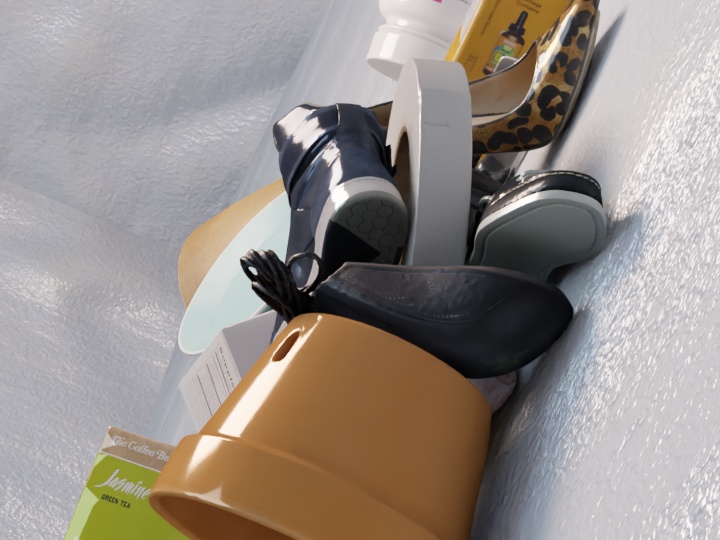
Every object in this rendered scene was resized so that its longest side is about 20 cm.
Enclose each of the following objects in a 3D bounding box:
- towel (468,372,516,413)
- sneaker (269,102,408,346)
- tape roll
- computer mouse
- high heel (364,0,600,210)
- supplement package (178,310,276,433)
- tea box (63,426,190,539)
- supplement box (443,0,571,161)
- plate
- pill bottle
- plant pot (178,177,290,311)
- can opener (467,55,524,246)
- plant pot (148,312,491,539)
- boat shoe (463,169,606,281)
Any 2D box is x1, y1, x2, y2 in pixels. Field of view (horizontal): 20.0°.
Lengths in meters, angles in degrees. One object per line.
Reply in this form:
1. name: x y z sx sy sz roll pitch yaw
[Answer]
1. towel: 0.037 0.103 1.398 0.200 0.032 0.191 -52 13 21
2. sneaker: -0.025 -0.019 1.388 0.147 0.076 0.203 -109 31 -46
3. tape roll: 0.042 -0.043 1.379 0.203 0.037 0.204 -175 90 -84
4. computer mouse: 0.032 0.036 1.246 0.139 0.199 0.053 48 -132 -56
5. high heel: 0.079 -0.135 1.466 0.072 0.142 0.201 -79 14 -56
6. supplement package: -0.066 0.108 1.714 0.118 0.116 0.200 68 160 10
7. tea box: -0.137 0.253 1.603 0.198 0.133 0.200 -68 -27 -12
8. supplement box: 0.104 -0.167 1.658 0.069 0.066 0.201 -76 12 -60
9. plate: -0.084 0.000 1.774 0.200 0.026 0.200 -41 21 19
10. pill bottle: 0.084 -0.269 1.880 0.113 0.113 0.201 170 121 -80
11. plant pot: -0.041 -0.019 1.906 0.200 0.186 0.187 -41 24 40
12. can opener: 0.099 -0.085 1.591 0.067 0.053 0.201 -28 -28 -48
13. plant pot: -0.009 0.119 1.227 0.141 0.199 0.200 -64 7 -17
14. boat shoe: 0.105 -0.032 1.272 0.200 0.075 0.061 135 150 -68
